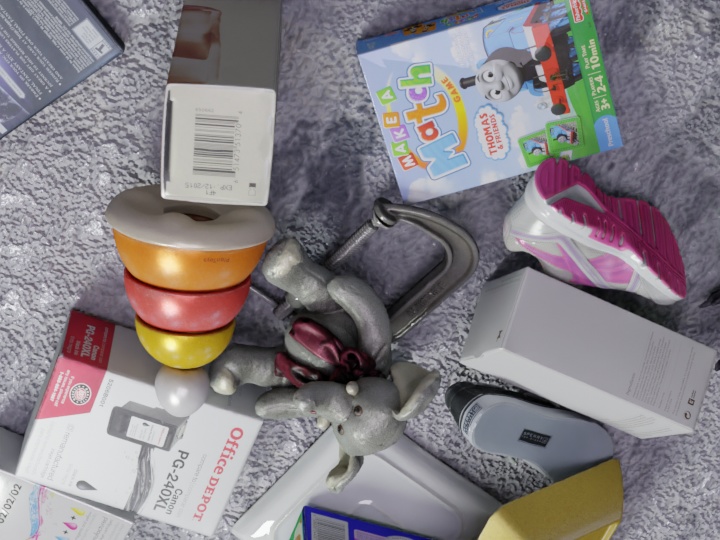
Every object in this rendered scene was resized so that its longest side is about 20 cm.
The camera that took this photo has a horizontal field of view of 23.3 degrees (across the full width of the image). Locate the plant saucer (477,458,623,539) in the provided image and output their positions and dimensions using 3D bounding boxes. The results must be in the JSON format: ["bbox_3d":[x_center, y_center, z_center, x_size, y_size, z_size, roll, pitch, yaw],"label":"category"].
[{"bbox_3d":[0.164,0.286,1.653,0.199,0.048,0.201,-13,136,-46],"label":"plant saucer"}]

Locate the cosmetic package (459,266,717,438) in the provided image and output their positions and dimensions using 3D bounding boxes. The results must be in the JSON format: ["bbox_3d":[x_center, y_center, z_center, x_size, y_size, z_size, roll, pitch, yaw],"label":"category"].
[{"bbox_3d":[0.203,0.078,1.572,0.199,0.108,0.085,25,75,-15],"label":"cosmetic package"}]

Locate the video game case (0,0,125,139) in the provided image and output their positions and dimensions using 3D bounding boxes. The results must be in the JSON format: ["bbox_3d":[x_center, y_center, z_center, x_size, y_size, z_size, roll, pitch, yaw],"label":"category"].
[{"bbox_3d":[-0.321,-0.187,1.476,0.199,0.019,0.143,-32,114,16],"label":"video game case"}]

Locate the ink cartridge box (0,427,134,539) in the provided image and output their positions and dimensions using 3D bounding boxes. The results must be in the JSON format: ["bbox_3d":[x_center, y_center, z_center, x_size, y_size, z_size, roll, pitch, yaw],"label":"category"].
[{"bbox_3d":[-0.327,0.227,1.672,0.199,0.068,0.115,24,115,-14],"label":"ink cartridge box"}]

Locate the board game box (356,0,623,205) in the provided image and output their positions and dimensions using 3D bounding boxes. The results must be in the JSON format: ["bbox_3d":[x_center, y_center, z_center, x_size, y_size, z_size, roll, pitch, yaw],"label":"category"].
[{"bbox_3d":[0.112,-0.151,1.497,0.199,0.037,0.152,-15,119,7],"label":"board game box"}]

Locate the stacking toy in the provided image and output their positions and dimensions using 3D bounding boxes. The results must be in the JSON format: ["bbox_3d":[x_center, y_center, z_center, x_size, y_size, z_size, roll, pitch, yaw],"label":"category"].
[{"bbox_3d":[-0.154,0.033,1.512,0.145,0.146,0.201,6,108,-5],"label":"stacking toy"}]

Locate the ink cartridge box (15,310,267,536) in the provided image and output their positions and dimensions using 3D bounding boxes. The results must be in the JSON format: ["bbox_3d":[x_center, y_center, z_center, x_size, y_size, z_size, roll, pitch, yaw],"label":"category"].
[{"bbox_3d":[-0.201,0.144,1.621,0.199,0.084,0.146,19,116,-11],"label":"ink cartridge box"}]

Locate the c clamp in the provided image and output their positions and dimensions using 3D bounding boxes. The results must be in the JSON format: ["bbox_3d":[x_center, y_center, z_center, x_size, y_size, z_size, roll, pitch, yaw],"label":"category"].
[{"bbox_3d":[0.000,0.000,1.565,0.171,0.027,0.200,38,124,-24],"label":"c clamp"}]

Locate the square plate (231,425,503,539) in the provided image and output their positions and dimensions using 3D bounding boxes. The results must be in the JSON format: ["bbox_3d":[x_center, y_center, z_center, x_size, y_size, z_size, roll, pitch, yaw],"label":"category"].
[{"bbox_3d":[0.008,0.251,1.718,0.200,0.028,0.198,36,111,-19],"label":"square plate"}]

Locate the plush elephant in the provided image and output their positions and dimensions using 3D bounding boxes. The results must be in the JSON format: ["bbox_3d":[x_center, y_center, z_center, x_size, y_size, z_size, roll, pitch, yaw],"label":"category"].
[{"bbox_3d":[-0.018,0.100,1.527,0.199,0.155,0.165,23,114,-27],"label":"plush elephant"}]

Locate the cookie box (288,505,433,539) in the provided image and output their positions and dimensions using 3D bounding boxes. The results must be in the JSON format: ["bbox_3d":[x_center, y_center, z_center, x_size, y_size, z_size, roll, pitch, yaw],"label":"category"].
[{"bbox_3d":[-0.008,0.348,1.711,0.170,0.075,0.201,16,117,-11],"label":"cookie box"}]

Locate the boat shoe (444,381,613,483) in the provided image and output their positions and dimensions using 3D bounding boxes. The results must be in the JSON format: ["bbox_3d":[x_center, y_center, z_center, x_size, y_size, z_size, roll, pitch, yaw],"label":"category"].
[{"bbox_3d":[0.157,0.150,1.644,0.199,0.068,0.074,16,108,-38],"label":"boat shoe"}]

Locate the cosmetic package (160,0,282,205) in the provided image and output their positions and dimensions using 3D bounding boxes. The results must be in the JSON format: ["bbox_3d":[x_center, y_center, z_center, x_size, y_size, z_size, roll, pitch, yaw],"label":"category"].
[{"bbox_3d":[-0.110,-0.142,1.404,0.087,0.200,0.104,4,117,-3],"label":"cosmetic package"}]

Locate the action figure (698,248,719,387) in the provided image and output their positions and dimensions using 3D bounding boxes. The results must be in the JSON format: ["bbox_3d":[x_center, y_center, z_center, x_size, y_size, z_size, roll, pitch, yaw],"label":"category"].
[{"bbox_3d":[0.386,0.069,1.591,0.118,0.102,0.200,-23,119,24],"label":"action figure"}]

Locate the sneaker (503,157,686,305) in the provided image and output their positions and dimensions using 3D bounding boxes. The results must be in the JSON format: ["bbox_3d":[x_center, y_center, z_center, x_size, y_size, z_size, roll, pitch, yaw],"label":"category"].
[{"bbox_3d":[0.206,-0.023,1.552,0.199,0.082,0.088,31,136,-25],"label":"sneaker"}]
